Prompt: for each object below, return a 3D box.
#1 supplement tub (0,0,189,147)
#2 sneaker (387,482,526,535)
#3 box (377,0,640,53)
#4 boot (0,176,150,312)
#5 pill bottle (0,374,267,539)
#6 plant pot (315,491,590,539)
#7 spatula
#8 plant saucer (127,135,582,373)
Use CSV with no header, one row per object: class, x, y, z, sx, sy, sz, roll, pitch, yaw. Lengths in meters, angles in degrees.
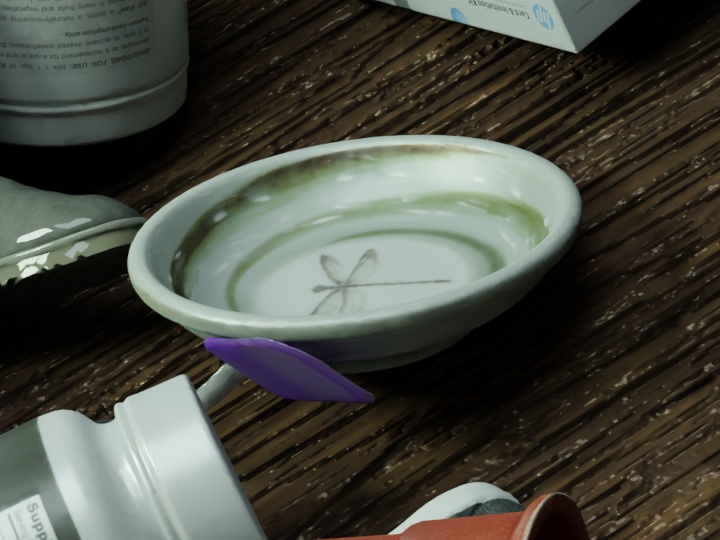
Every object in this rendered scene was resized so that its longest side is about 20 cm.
supplement tub,-0.152,-0.176,1.397,0.131,0.201,0.132,0,25,0
sneaker,0.012,0.163,1.058,0.200,0.073,0.112,-38,40,-19
box,0.094,-0.182,1.406,0.156,0.041,0.200,-40,30,-19
boot,-0.188,-0.081,1.333,0.181,0.072,0.201,-13,80,28
pill bottle,-0.139,0.126,1.143,0.199,0.114,0.114,-26,39,-3
plant pot,-0.028,0.174,0.948,0.194,0.201,0.201,-1,44,16
spatula,-0.078,0.058,1.210,0.199,0.056,0.021,-20,47,41
plant saucer,0.000,0.000,1.242,0.199,0.051,0.200,-8,24,3
